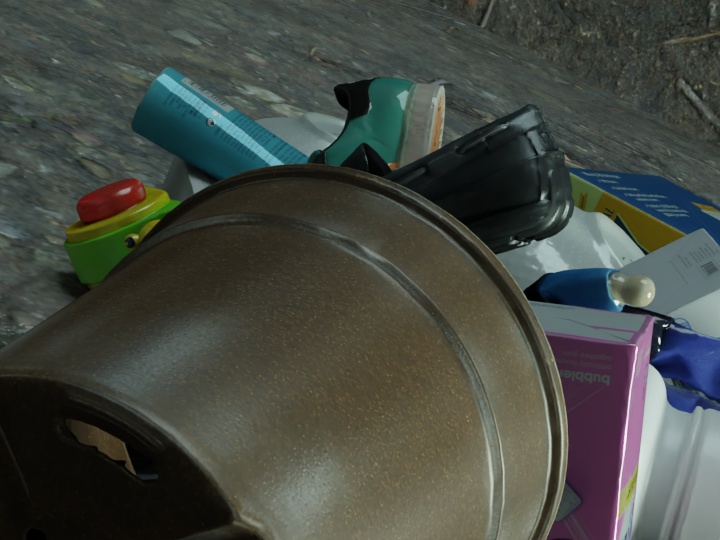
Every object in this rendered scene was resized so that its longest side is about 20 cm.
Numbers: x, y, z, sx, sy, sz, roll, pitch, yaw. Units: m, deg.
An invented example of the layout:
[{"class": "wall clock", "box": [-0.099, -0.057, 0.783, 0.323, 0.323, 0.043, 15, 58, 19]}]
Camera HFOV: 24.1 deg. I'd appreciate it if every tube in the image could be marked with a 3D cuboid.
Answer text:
[{"class": "tube", "box": [-0.058, -0.067, 1.146, 0.200, 0.050, 0.077, 31, 34, 3]}]

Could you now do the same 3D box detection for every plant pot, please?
[{"class": "plant pot", "box": [-0.053, 0.077, 0.578, 0.200, 0.200, 0.198, 27, 22, 16]}]

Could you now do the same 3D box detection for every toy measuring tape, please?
[{"class": "toy measuring tape", "box": [-0.153, -0.021, 1.031, 0.074, 0.074, 0.200, 17, -1, -22]}]

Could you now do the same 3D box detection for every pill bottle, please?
[{"class": "pill bottle", "box": [0.083, 0.086, 0.823, 0.200, 0.111, 0.111, 16, 13, 11]}]

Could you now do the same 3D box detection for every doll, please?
[{"class": "doll", "box": [0.133, 0.050, 0.882, 0.200, 0.136, 0.048, 21, 45, -3]}]

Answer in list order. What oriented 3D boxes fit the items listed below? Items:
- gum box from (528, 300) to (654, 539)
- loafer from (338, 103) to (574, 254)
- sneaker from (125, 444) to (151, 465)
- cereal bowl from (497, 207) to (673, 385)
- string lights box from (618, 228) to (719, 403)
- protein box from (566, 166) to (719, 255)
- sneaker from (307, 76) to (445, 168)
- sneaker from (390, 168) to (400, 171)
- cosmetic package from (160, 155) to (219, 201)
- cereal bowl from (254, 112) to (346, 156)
[{"class": "gum box", "box": [0.021, 0.068, 0.741, 0.200, 0.114, 0.066, 7, 11, 15]}, {"class": "loafer", "box": [0.006, -0.028, 0.843, 0.200, 0.070, 0.068, -16, -8, 13]}, {"class": "sneaker", "box": [-0.082, 0.046, 0.858, 0.092, 0.076, 0.200, 28, 14, 37]}, {"class": "cereal bowl", "box": [0.148, 0.024, 1.089, 0.200, 0.083, 0.200, 45, 17, -18]}, {"class": "string lights box", "box": [0.224, 0.085, 0.974, 0.200, 0.059, 0.103, 63, 6, -15]}, {"class": "protein box", "box": [0.246, 0.024, 1.300, 0.200, 0.135, 0.199, 31, 17, 29]}, {"class": "sneaker", "box": [0.000, -0.032, 1.084, 0.080, 0.200, 0.071, 8, -21, 11]}, {"class": "sneaker", "box": [0.000, 0.000, 0.951, 0.106, 0.200, 0.075, 8, 65, -52]}, {"class": "cosmetic package", "box": [-0.087, -0.023, 1.131, 0.083, 0.051, 0.200, 23, 14, -17]}, {"class": "cereal bowl", "box": [-0.018, -0.071, 1.347, 0.200, 0.083, 0.200, 22, 13, -5]}]
